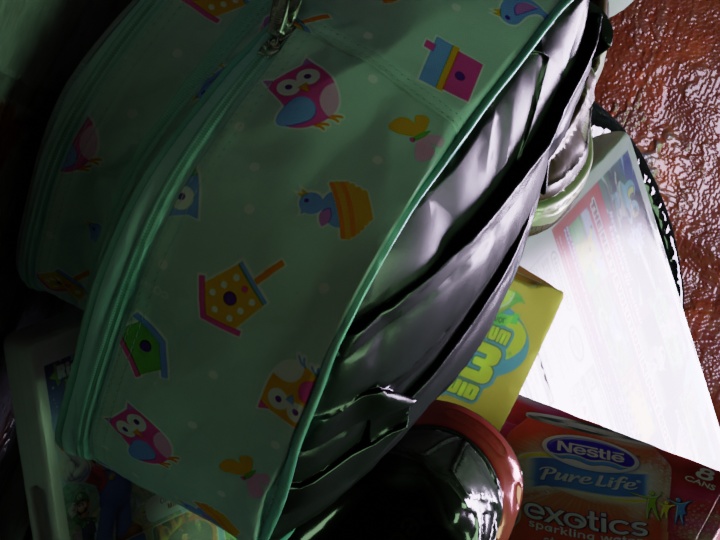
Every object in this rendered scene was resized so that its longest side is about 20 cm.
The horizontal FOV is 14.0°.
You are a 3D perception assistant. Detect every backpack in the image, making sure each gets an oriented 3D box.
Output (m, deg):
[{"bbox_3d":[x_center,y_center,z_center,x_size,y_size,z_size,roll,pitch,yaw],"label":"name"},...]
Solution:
[{"bbox_3d":[-0.024,-0.018,0.940,0.176,0.153,0.200,113,2,-49],"label":"backpack"}]

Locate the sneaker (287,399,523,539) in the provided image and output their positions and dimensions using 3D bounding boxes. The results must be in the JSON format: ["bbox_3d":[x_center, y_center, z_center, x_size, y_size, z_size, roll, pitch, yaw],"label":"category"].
[{"bbox_3d":[-0.018,0.133,0.993,0.201,0.071,0.098,-56,174,4],"label":"sneaker"}]

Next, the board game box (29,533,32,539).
[{"bbox_3d":[-0.057,0.146,1.191,0.097,0.159,0.200,90,23,-74],"label":"board game box"}]

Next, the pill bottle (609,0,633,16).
[{"bbox_3d":[0.107,-0.212,1.358,0.200,0.114,0.114,102,12,-53],"label":"pill bottle"}]

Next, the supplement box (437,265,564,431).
[{"bbox_3d":[0.000,0.000,1.157,0.069,0.066,0.200,-66,-153,2],"label":"supplement box"}]

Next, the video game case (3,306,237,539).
[{"bbox_3d":[-0.056,0.097,1.053,0.143,0.018,0.200,-23,114,-42],"label":"video game case"}]

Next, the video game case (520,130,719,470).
[{"bbox_3d":[0.104,0.064,1.262,0.182,0.023,0.200,-43,118,-56],"label":"video game case"}]

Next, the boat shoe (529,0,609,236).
[{"bbox_3d":[0.063,-0.087,1.183,0.202,0.075,0.075,-74,173,-60],"label":"boat shoe"}]

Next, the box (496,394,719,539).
[{"bbox_3d":[0.069,0.162,1.131,0.095,0.100,0.200,-50,156,-53],"label":"box"}]

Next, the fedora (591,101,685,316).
[{"bbox_3d":[0.071,0.012,1.336,0.201,0.091,0.201,23,63,-57],"label":"fedora"}]
